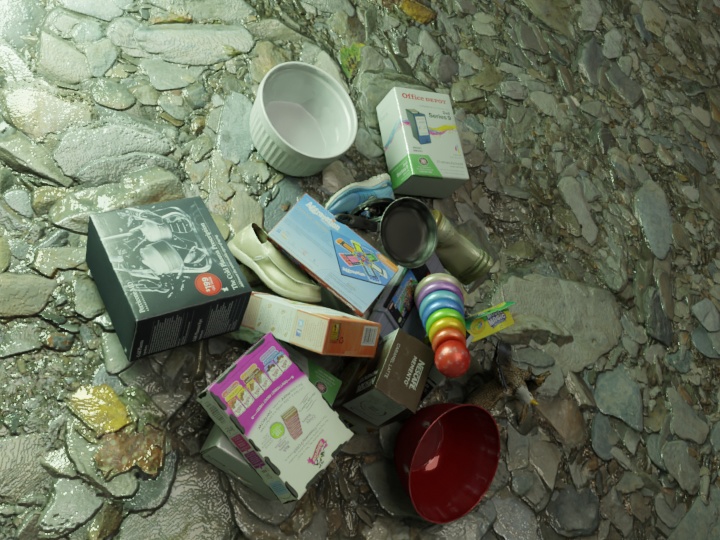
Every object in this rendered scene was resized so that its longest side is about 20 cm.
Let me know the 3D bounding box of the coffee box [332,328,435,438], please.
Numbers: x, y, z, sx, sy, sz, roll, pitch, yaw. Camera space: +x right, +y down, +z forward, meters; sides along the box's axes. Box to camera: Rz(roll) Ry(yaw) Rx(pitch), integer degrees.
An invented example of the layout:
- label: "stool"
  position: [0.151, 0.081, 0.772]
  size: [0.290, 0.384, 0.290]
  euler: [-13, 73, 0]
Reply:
- label: "coffee box"
  position: [0.024, 0.188, 1.173]
  size: [0.079, 0.200, 0.116]
  euler: [33, 56, -13]

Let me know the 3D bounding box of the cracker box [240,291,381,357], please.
- label: "cracker box"
  position: [-0.084, 0.082, 1.134]
  size: [0.133, 0.197, 0.059]
  euler: [12, 91, -53]

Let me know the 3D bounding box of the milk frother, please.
- label: "milk frother"
  position: [0.000, 0.000, 1.244]
  size: [0.179, 0.199, 0.190]
  euler: [-25, 83, -40]

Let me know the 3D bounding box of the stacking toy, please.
- label: "stacking toy"
  position: [0.132, 0.091, 1.136]
  size: [0.084, 0.086, 0.201]
  euler: [29, 27, -17]

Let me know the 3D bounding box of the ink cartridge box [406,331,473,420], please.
- label: "ink cartridge box"
  position: [0.120, 0.181, 1.245]
  size: [0.039, 0.201, 0.100]
  euler: [37, 51, 8]

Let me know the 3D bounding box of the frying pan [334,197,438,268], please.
- label: "frying pan"
  position: [0.047, -0.052, 1.183]
  size: [0.187, 0.031, 0.117]
  euler: [-16, 94, -27]

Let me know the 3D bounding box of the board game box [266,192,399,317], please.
- label: "board game box"
  position: [-0.044, -0.027, 1.166]
  size: [0.199, 0.020, 0.103]
  euler: [39, 67, 7]

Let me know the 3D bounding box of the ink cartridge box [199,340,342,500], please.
- label: "ink cartridge box"
  position: [-0.136, 0.229, 1.128]
  size: [0.144, 0.087, 0.202]
  euler: [36, 57, -14]

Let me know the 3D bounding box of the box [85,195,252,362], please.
- label: "box"
  position: [-0.290, 0.007, 1.087]
  size: [0.180, 0.105, 0.201]
  euler: [-15, 59, -34]

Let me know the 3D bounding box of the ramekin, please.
- label: "ramekin"
  position: [-0.113, -0.273, 1.352]
  size: [0.197, 0.105, 0.204]
  euler: [12, 63, -26]

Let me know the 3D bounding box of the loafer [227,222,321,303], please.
- label: "loafer"
  position: [-0.138, -0.015, 1.189]
  size: [0.198, 0.069, 0.075]
  euler: [33, 11, 22]

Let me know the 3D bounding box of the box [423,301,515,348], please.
- label: "box"
  position: [0.188, 0.112, 1.306]
  size: [0.116, 0.200, 0.049]
  euler: [-17, 77, -34]

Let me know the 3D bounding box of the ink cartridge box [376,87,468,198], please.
- label: "ink cartridge box"
  position: [0.126, -0.263, 1.496]
  size: [0.143, 0.087, 0.204]
  euler: [1, 67, -30]

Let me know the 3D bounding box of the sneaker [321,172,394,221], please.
- label: "sneaker"
  position: [0.000, -0.118, 1.371]
  size: [0.198, 0.078, 0.091]
  euler: [-25, 86, -36]

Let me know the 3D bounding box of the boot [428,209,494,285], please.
- label: "boot"
  position: [0.142, -0.033, 1.351]
  size: [0.153, 0.199, 0.073]
  euler: [35, 69, -17]

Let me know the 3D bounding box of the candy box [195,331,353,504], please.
- label: "candy box"
  position: [-0.122, 0.213, 1.052]
  size: [0.201, 0.061, 0.136]
  euler: [51, 53, -3]

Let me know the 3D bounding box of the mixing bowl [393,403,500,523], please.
- label: "mixing bowl"
  position: [0.129, 0.305, 1.221]
  size: [0.197, 0.108, 0.205]
  euler: [-9, 106, -33]

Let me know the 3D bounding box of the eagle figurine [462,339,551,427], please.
- label: "eagle figurine"
  position: [0.265, 0.210, 1.340]
  size: [0.197, 0.150, 0.155]
  euler: [8, 75, -36]

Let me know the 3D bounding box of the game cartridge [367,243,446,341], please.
- label: "game cartridge"
  position: [0.088, 0.057, 1.242]
  size: [0.202, 0.038, 0.131]
  euler: [-58, 137, -28]
